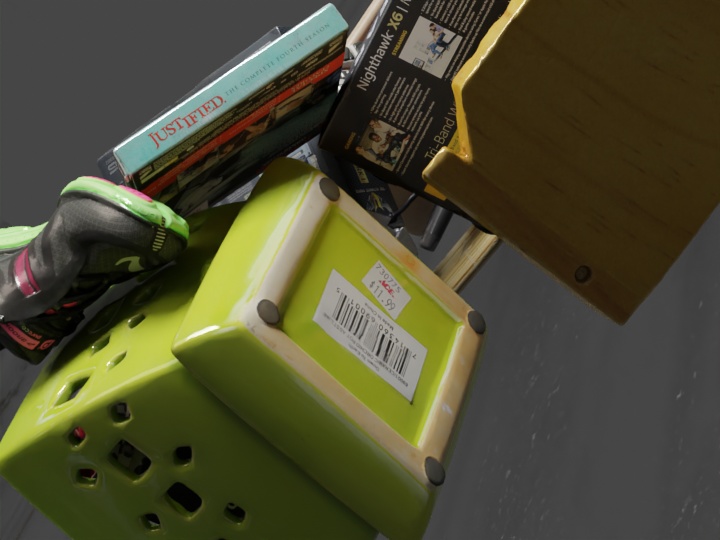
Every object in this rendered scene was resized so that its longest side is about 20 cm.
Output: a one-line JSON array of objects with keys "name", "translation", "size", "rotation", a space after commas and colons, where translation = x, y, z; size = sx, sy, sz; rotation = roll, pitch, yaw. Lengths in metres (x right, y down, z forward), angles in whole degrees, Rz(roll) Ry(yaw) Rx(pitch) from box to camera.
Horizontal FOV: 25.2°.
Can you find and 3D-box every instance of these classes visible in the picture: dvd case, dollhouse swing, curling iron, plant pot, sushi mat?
[{"name": "dvd case", "translation": [-0.075, -0.079, 0.945], "size": [0.146, 0.022, 0.200], "rotation": [-35, -7, -8]}, {"name": "dollhouse swing", "translation": [0.124, -0.101, 0.811], "size": [0.200, 0.182, 0.176], "rotation": [-53, 22, 3]}, {"name": "curling iron", "translation": [0.083, -0.110, 1.212], "size": [0.026, 0.050, 0.200], "rotation": [25, 96, 54]}, {"name": "plant pot", "translation": [-0.049, 0.070, 0.905], "size": [0.181, 0.200, 0.199], "rotation": [-35, 20, 37]}, {"name": "sushi mat", "translation": [0.076, -0.013, 1.091], "size": [0.200, 0.012, 0.096], "rotation": [-51, 12, 13]}]

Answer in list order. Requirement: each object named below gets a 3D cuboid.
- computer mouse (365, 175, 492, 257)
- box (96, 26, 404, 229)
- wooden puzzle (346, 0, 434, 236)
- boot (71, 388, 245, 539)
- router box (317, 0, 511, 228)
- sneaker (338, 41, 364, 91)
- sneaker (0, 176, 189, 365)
[{"name": "computer mouse", "translation": [0.000, 0.000, 1.034], "size": [0.200, 0.110, 0.044], "rotation": [-46, 33, 18]}, {"name": "box", "translation": [-0.082, -0.054, 1.132], "size": [0.200, 0.158, 0.051], "rotation": [-32, -14, 34]}, {"name": "wooden puzzle", "translation": [0.055, -0.152, 1.212], "size": [0.037, 0.185, 0.200], "rotation": [22, 70, 42]}, {"name": "boot", "translation": [-0.111, 0.091, 1.056], "size": [0.073, 0.154, 0.204], "rotation": [-36, 38, 36]}, {"name": "router box", "translation": [0.088, -0.128, 0.928], "size": [0.200, 0.157, 0.052], "rotation": [-61, 8, 19]}, {"name": "sneaker", "translation": [0.047, -0.096, 1.096], "size": [0.085, 0.200, 0.077], "rotation": [-48, 50, 33]}, {"name": "sneaker", "translation": [-0.165, 0.009, 0.895], "size": [0.200, 0.077, 0.084], "rotation": [-23, 49, 43]}]
